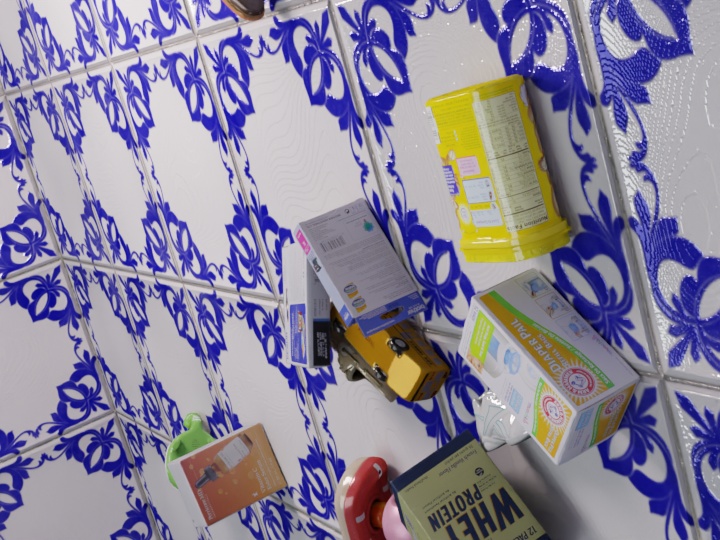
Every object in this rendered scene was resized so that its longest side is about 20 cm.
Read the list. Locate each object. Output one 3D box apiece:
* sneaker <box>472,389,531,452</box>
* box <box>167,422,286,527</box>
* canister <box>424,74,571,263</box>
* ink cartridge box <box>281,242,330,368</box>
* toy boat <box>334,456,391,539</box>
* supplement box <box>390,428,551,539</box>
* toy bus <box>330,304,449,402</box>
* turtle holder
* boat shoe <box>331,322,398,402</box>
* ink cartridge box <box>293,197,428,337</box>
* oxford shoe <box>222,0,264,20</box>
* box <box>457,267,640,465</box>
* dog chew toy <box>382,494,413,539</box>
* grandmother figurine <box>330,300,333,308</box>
[{"bbox_3d":[0.199,0.188,1.531,0.081,0.070,0.200,67,154,6],"label":"sneaker"},{"bbox_3d":[-0.285,0.438,2.479,0.153,0.199,0.106,66,153,1],"label":"box"},{"bbox_3d":[0.157,-0.117,1.355,0.148,0.086,0.201,0,109,61],"label":"canister"},{"bbox_3d":[-0.086,0.053,1.845,0.200,0.047,0.199,170,98,-78],"label":"ink cartridge box"},{"bbox_3d":[0.040,0.416,1.979,0.130,0.130,0.201,-3,112,30],"label":"toy boat"},{"bbox_3d":[0.157,0.367,1.617,0.200,0.134,0.200,52,169,27],"label":"supplement box"},{"bbox_3d":[0.040,0.106,1.736,0.200,0.078,0.065,47,122,32],"label":"toy bus"},{"bbox_3d":[-0.414,0.448,2.793,0.186,0.140,0.132,63,154,6],"label":"turtle holder"},{"bbox_3d":[-0.007,0.142,1.836,0.199,0.065,0.072,30,169,35],"label":"boat shoe"},{"bbox_3d":[0.000,0.000,1.698,0.201,0.119,0.042,58,151,17],"label":"ink cartridge box"},{"bbox_3d":[-0.192,-0.474,1.747,0.073,0.071,0.201,-34,79,58],"label":"oxford shoe"},{"bbox_3d":[0.222,0.113,1.392,0.200,0.101,0.113,50,149,31],"label":"box"},{"bbox_3d":[0.114,0.437,1.835,0.124,0.124,0.201,7,124,60],"label":"dog chew toy"},{"bbox_3d":[-0.031,0.018,1.847,0.201,0.060,0.122,92,171,-45],"label":"grandmother figurine"}]
